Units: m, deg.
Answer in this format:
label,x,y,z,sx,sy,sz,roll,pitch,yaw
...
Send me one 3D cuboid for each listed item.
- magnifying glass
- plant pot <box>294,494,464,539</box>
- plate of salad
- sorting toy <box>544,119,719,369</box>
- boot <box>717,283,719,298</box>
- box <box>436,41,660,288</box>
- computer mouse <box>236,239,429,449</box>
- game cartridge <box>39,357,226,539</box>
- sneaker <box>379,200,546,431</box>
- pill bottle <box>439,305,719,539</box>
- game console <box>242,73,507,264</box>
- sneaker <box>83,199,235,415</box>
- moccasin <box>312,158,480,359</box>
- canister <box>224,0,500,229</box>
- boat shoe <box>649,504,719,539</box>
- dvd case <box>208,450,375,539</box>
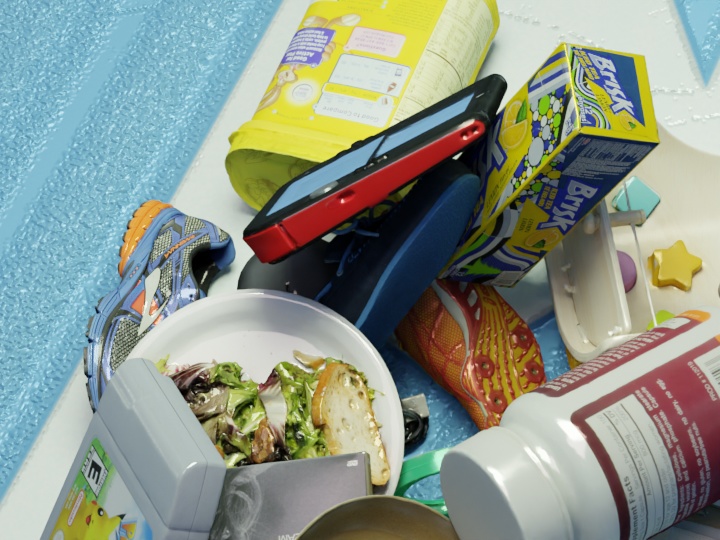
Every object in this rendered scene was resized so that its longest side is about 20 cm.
label,x,y,z,sx,sy,sz,roll,pitch,yaw
magnifying glass,0.112,0.132,1.598,0.199,0.080,0.023,-7,59,-5
plant pot,0.017,0.235,1.446,0.027,0.200,0.201,-24,40,48
plate of salad,-0.072,0.107,1.560,0.199,0.048,0.201,-1,76,5
sorting toy,0.223,-0.012,1.656,0.179,0.107,0.201,-1,58,-11
boot,0.295,-0.030,1.604,0.070,0.199,0.147,-18,66,38
box,0.116,-0.065,1.595,0.064,0.200,0.070,8,59,-25
computer mouse,-0.036,0.047,1.698,0.138,0.053,0.201,-16,54,3
game cartridge,-0.150,0.172,1.510,0.133,0.040,0.201,48,121,45
sneaker,0.066,0.046,1.675,0.073,0.077,0.201,-9,60,-37
pill bottle,0.156,0.111,1.484,0.199,0.115,0.114,-25,53,-23
game console,0.012,-0.072,1.592,0.176,0.200,0.031,-32,97,13
sneaker,-0.143,0.036,1.720,0.078,0.075,0.201,7,59,14
moccasin,0.000,0.000,1.609,0.068,0.080,0.200,45,109,24
canister,0.006,-0.132,1.793,0.148,0.087,0.201,13,58,21
boat shoe,0.190,0.176,1.550,0.199,0.075,0.068,22,44,27
dvd case,-0.060,0.218,1.490,0.148,0.016,0.201,-8,72,13
